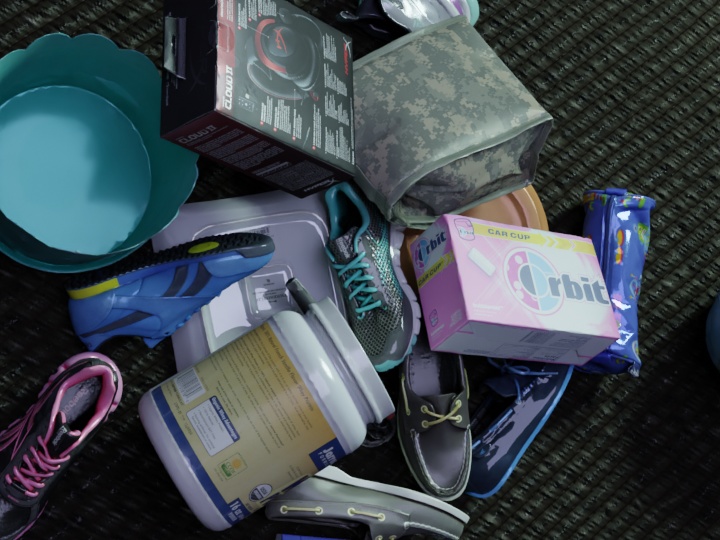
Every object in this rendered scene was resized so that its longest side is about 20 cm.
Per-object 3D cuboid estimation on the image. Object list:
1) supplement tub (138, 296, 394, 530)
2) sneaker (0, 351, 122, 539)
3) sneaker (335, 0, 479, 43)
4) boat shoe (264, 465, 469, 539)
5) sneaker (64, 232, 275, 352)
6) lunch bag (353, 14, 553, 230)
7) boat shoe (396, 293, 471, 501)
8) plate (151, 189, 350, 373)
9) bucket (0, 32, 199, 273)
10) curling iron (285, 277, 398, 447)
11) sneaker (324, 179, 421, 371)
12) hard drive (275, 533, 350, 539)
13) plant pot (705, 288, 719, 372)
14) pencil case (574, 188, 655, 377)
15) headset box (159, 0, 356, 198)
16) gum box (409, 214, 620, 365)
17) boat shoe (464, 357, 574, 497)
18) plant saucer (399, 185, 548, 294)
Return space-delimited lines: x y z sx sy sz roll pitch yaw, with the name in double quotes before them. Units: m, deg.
"supplement tub" -0.083 0.126 1.293 0.199 0.144 0.145 -31 93 -4
"sneaker" -0.278 0.155 1.263 0.079 0.095 0.201 37 74 -14
"sneaker" 0.020 -0.302 1.462 0.140 0.078 0.200 -38 96 -23
"boat shoe" 0.005 0.232 1.376 0.201 0.072 0.061 17 72 -11
"sneaker" -0.170 0.021 1.326 0.199 0.066 0.079 -17 105 -1
"lunch bag" 0.059 -0.136 1.406 0.199 0.118 0.164 -23 60 -25
"boat shoe" 0.070 0.122 1.393 0.071 0.061 0.203 -7 80 -6
"plate" -0.091 0.022 1.393 0.198 0.032 0.201 -10 85 -22
"bucket" -0.257 -0.099 1.290 0.206 0.135 0.209 4 80 -20
"curling iron" -0.019 0.091 1.382 0.050 0.026 0.201 -37 115 -23
"sneaker" 0.000 0.000 1.376 0.091 0.077 0.201 30 43 -48
"hard drive" 0.010 0.329 1.386 0.199 0.025 0.133 9 78 -20
"plant pot" 0.456 0.065 1.545 0.199 0.134 0.202 4 79 -21
"pencil case" 0.262 0.011 1.505 0.078 0.087 0.201 5 77 13
"headset box" -0.096 -0.169 1.283 0.199 0.075 0.150 21 59 -45
"gum box" 0.155 0.022 1.398 0.199 0.066 0.114 8 57 -32
"boat shoe" 0.151 0.130 1.443 0.069 0.084 0.201 37 68 -15
"plant saucer" 0.110 -0.035 1.478 0.199 0.037 0.202 4 80 -21
